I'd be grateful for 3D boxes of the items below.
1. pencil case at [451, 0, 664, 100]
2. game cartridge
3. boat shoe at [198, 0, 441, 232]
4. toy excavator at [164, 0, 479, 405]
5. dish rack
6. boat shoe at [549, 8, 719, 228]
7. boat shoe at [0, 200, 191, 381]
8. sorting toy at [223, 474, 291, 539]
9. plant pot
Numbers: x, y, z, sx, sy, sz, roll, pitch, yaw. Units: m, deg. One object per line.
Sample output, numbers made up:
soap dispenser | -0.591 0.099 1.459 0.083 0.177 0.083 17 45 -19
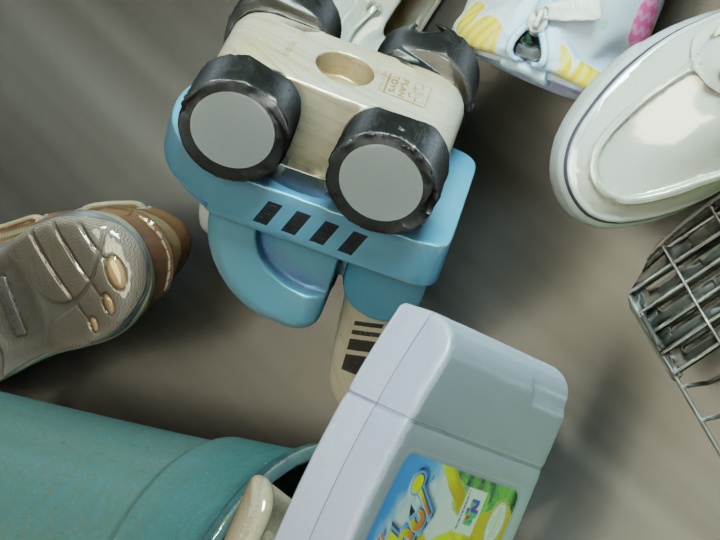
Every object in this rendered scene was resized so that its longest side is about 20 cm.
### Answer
pencil case | 0.109 -0.171 1.199 0.083 0.091 0.201 24 95 25
game cartridge | 0.011 0.118 1.113 0.040 0.133 0.201 22 90 35
boat shoe | 0.006 -0.090 1.246 0.086 0.075 0.203 29 87 14
toy excavator | 0.000 0.000 1.191 0.193 0.100 0.201 20 125 0
dish rack | 0.213 0.048 1.176 0.153 0.055 0.201 -33 76 13
boat shoe | 0.172 -0.078 1.155 0.199 0.066 0.072 -25 99 -5
boat shoe | -0.159 0.012 1.294 0.199 0.072 0.076 -9 100 36
sorting toy | -0.036 0.200 1.153 0.036 0.200 0.186 16 75 26
plant pot | -0.120 0.147 1.221 0.195 0.200 0.202 16 93 27
